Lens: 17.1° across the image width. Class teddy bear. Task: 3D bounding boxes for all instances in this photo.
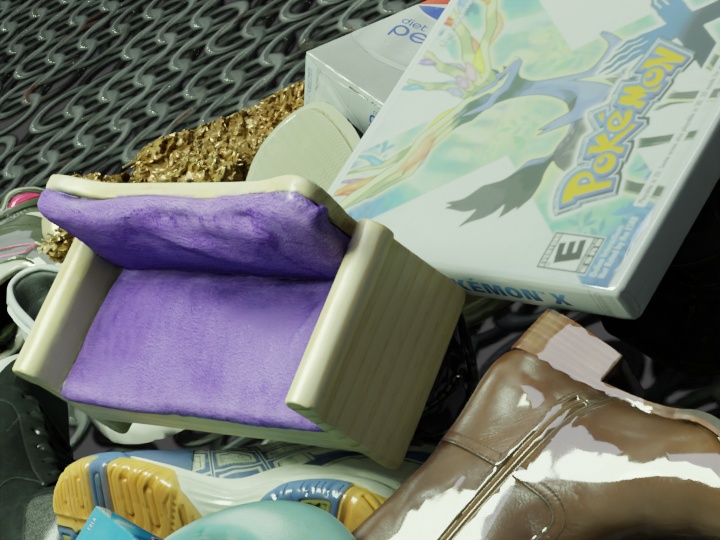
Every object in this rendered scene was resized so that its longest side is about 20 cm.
[{"bbox_3d":[-0.088,-0.046,1.351,0.200,0.067,0.145,-21,-3,-9],"label":"teddy bear"}]

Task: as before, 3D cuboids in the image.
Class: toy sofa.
[{"bbox_3d":[-0.063,0.019,0.989,0.200,0.098,0.083,3,64,48],"label":"toy sofa"}]

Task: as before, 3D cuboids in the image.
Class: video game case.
[{"bbox_3d":[0.086,-0.074,0.999,0.182,0.022,0.200,9,59,45],"label":"video game case"}]

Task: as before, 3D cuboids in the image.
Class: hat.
[{"bbox_3d":[0.147,-0.055,1.023,0.201,0.081,0.201,-40,30,29],"label":"hat"}]

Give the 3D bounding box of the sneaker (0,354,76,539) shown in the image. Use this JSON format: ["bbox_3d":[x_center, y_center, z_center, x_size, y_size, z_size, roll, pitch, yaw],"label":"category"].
[{"bbox_3d":[-0.143,0.109,1.156,0.112,0.073,0.200,-18,36,23],"label":"sneaker"}]

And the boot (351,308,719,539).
[{"bbox_3d":[0.061,0.130,0.879,0.200,0.064,0.186,-47,42,-7],"label":"boot"}]

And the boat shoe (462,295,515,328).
[{"bbox_3d":[0.076,-0.036,1.155,0.201,0.063,0.073,-33,25,6],"label":"boat shoe"}]

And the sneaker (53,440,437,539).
[{"bbox_3d":[-0.041,0.107,1.035,0.200,0.075,0.088,2,18,36],"label":"sneaker"}]

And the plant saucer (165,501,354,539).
[{"bbox_3d":[-0.071,0.174,0.902,0.200,0.027,0.200,-34,38,32],"label":"plant saucer"}]

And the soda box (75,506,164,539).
[{"bbox_3d":[-0.108,0.189,0.839,0.200,0.064,0.068,-60,31,-3],"label":"soda box"}]

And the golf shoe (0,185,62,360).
[{"bbox_3d":[-0.252,0.030,1.423,0.200,0.077,0.088,-36,38,3],"label":"golf shoe"}]

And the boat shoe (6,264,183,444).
[{"bbox_3d":[-0.133,0.035,1.270,0.072,0.069,0.200,-38,26,-13],"label":"boat shoe"}]

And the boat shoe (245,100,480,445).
[{"bbox_3d":[0.000,0.000,1.071,0.072,0.068,0.200,-38,43,11],"label":"boat shoe"}]

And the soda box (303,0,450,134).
[{"bbox_3d":[0.065,-0.101,1.195,0.200,0.068,0.063,-27,47,-33],"label":"soda box"}]
